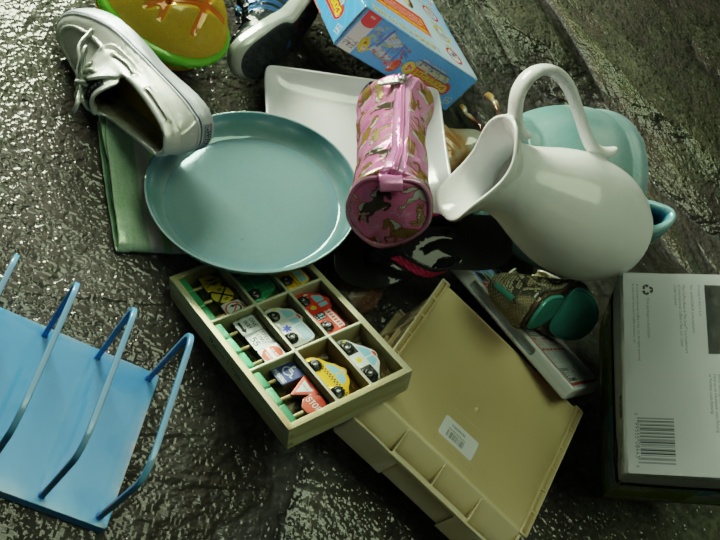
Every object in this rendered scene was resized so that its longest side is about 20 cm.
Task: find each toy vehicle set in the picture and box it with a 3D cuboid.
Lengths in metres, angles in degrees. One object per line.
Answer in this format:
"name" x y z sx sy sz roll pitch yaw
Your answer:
"toy vehicle set" -0.065 0.054 0.810 0.124 0.027 0.200 -23 51 -30

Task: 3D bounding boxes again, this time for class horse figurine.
"horse figurine" 0.129 -0.164 1.140 0.200 0.050 0.133 0 57 -32

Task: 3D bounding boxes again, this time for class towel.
"towel" -0.152 -0.085 0.911 0.200 0.023 0.153 1 63 -35

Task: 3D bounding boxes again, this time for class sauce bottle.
"sauce bottle" 0.000 0.000 0.934 0.066 0.066 0.200 39 46 -8

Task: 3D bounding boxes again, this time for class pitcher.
"pitcher" 0.196 -0.088 0.890 0.200 0.172 0.121 23 13 -26

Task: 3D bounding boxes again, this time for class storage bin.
"storage bin" 0.086 0.148 0.884 0.200 0.094 0.199 44 47 -5

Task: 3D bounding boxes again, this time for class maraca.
"maraca" -0.215 -0.284 0.935 0.200 0.107 0.137 49 40 2

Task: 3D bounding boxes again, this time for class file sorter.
"file sorter" -0.242 0.078 0.678 0.200 0.123 0.139 27 50 -18

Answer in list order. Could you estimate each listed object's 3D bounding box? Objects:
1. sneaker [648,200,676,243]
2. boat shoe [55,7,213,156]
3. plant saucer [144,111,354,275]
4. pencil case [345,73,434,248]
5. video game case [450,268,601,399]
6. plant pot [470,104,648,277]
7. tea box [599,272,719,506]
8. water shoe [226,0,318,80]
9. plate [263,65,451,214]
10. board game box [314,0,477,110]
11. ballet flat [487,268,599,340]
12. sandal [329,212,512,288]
"sneaker" 0.328 -0.079 1.202 0.200 0.082 0.074 3 60 -33
"boat shoe" -0.233 -0.170 0.854 0.202 0.075 0.086 43 42 15
"plant saucer" -0.101 -0.071 0.869 0.200 0.027 0.200 5 53 -7
"pencil case" 0.030 -0.108 0.873 0.087 0.083 0.200 50 27 -31
"video game case" 0.170 0.052 0.981 0.200 0.017 0.143 51 16 20
"plant pot" 0.203 -0.101 1.048 0.134 0.200 0.201 12 56 -28
"tea box" 0.320 0.126 0.943 0.133 0.197 0.200 1 69 9
"water shoe" -0.114 -0.278 1.041 0.079 0.072 0.200 27 41 7
"plate" -0.005 -0.130 0.979 0.199 0.032 0.200 6 51 -13
"board game box" 0.026 -0.307 1.091 0.200 0.056 0.196 20 38 -43
"ballet flat" 0.183 0.027 0.938 0.075 0.068 0.200 40 14 28
"sandal" 0.066 -0.026 0.894 0.200 0.045 0.075 -6 93 -22
